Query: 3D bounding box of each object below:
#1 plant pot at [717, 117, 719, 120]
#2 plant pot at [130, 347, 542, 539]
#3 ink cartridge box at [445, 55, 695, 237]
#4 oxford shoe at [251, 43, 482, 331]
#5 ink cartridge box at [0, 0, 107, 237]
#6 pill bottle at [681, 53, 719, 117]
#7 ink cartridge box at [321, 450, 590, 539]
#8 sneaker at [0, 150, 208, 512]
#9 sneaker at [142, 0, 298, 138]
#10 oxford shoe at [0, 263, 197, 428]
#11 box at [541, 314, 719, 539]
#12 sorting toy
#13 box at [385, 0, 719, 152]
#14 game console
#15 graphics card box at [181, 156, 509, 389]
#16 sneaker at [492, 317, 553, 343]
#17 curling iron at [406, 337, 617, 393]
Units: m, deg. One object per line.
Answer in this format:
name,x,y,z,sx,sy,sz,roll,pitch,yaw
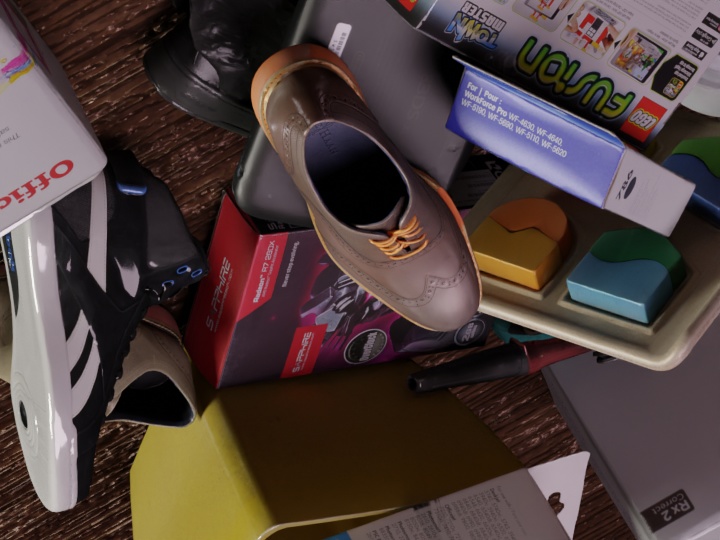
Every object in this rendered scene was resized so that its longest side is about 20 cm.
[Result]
plant pot,0.347,-0.085,1.761,0.200,0.135,0.201,-19,144,-15
plant pot,-0.037,0.144,1.727,0.200,0.177,0.200,-5,139,-31
ink cartridge box,0.109,-0.063,1.457,0.039,0.099,0.200,-63,160,3
oxford shoe,0.009,-0.026,1.443,0.071,0.073,0.200,-35,126,7
ink cartridge box,-0.234,-0.090,1.363,0.144,0.085,0.200,-31,145,2
pill bottle,0.220,-0.183,1.559,0.112,0.112,0.200,-18,144,-18
ink cartridge box,0.057,0.192,1.641,0.200,0.068,0.116,-18,144,-18
sneaker,-0.135,0.033,1.535,0.112,0.073,0.201,-10,108,-23
sneaker,-0.039,-0.121,1.491,0.200,0.060,0.104,18,127,-45
oxford shoe,-0.169,0.048,1.596,0.200,0.075,0.070,12,128,-45
box,0.250,0.092,1.854,0.199,0.200,0.131,-29,149,-1
sorting toy,0.148,-0.034,1.581,0.185,0.200,0.037,-49,135,-29
box,0.114,-0.143,1.430,0.200,0.035,0.110,24,108,-45
game console,0.027,-0.127,1.500,0.175,0.116,0.200,10,119,-23
graphics card box,0.000,0.000,1.677,0.200,0.051,0.126,-8,134,-31
sneaker,0.124,0.000,1.747,0.071,0.080,0.200,-18,147,-18
curling iron,0.109,0.054,1.751,0.200,0.026,0.050,-7,179,-36
